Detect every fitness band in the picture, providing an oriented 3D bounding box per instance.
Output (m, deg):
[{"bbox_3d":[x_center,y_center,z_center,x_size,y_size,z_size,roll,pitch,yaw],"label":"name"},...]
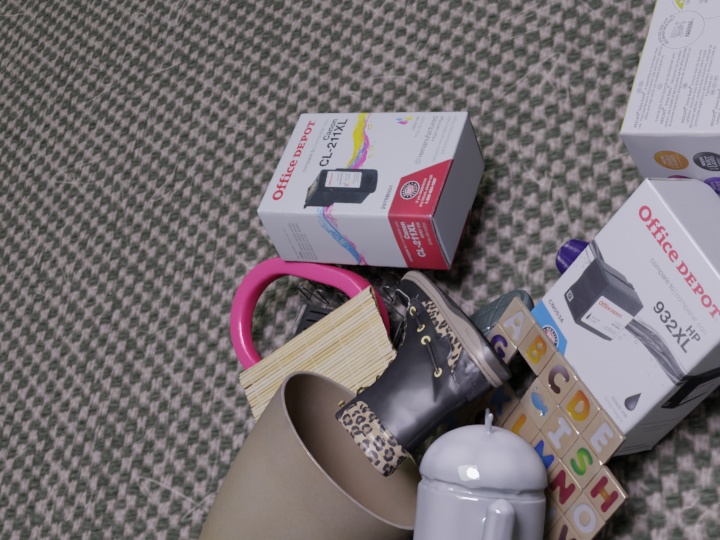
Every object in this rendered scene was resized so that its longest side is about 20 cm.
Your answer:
[{"bbox_3d":[-0.057,0.062,1.230,0.198,0.037,0.146,14,97,34],"label":"fitness band"}]

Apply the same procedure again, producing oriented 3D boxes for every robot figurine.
[{"bbox_3d":[0.102,0.222,1.001,0.111,0.170,0.203,6,88,-9],"label":"robot figurine"}]

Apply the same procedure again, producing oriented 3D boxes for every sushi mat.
[{"bbox_3d":[-0.045,0.106,1.191,0.199,0.012,0.097,-35,68,28],"label":"sushi mat"}]

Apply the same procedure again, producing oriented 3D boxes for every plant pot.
[{"bbox_3d":[-0.065,0.232,1.097,0.200,0.186,0.188,-46,48,17],"label":"plant pot"}]

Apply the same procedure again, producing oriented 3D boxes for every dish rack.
[{"bbox_3d":[0.000,0.000,1.259,0.152,0.055,0.202,8,68,36],"label":"dish rack"}]

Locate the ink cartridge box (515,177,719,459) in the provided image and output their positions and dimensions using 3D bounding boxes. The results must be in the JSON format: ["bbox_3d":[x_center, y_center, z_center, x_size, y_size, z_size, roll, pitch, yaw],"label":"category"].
[{"bbox_3d":[0.246,0.041,0.986,0.201,0.083,0.146,-54,52,36],"label":"ink cartridge box"}]

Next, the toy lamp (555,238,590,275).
[{"bbox_3d":[0.260,0.032,1.074,0.058,0.058,0.200,-49,48,-3],"label":"toy lamp"}]

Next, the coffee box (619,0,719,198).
[{"bbox_3d":[0.367,-0.151,1.021,0.196,0.200,0.202,5,66,34],"label":"coffee box"}]

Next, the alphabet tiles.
[{"bbox_3d":[0.153,0.154,1.036,0.201,0.007,0.168,56,132,33],"label":"alphabet tiles"}]

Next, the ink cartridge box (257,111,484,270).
[{"bbox_3d":[0.012,-0.085,1.197,0.197,0.083,0.147,3,53,26],"label":"ink cartridge box"}]

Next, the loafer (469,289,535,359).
[{"bbox_3d":[0.097,0.096,1.136,0.199,0.063,0.072,-33,20,22],"label":"loafer"}]

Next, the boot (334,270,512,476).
[{"bbox_3d":[0.041,0.092,1.069,0.150,0.073,0.200,-43,32,0],"label":"boot"}]
